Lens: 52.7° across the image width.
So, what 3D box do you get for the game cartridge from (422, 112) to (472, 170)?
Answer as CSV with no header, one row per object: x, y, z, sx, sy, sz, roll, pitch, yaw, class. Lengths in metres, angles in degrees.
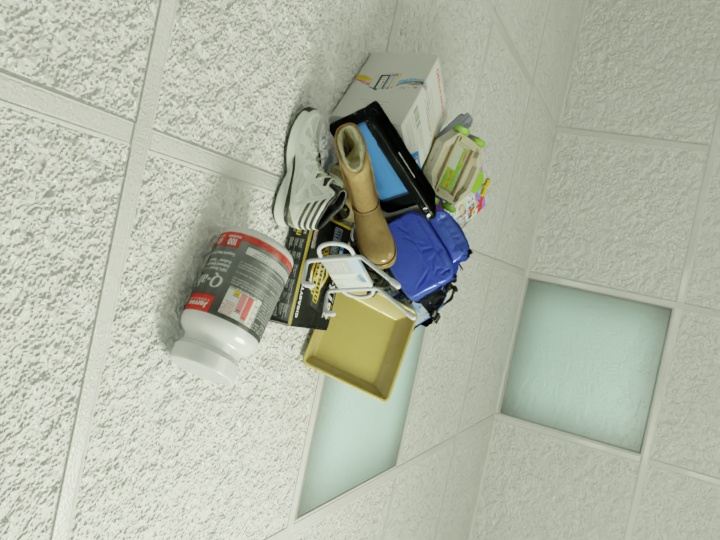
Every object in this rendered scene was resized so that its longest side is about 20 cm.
0.147,-0.243,1.522,0.133,0.041,0.200,-40,179,-27,game cartridge

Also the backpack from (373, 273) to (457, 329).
0.096,0.069,1.604,0.191,0.154,0.200,-45,178,28,backpack

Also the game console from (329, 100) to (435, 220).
0.033,-0.171,1.244,0.201,0.116,0.176,54,19,-19,game console

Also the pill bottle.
-0.181,0.050,1.020,0.116,0.115,0.201,61,46,-58,pill bottle

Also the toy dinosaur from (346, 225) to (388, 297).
0.000,0.000,1.389,0.077,0.102,0.200,-48,-166,16,toy dinosaur

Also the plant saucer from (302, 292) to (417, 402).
-0.005,0.134,1.451,0.048,0.199,0.201,-21,-136,63,plant saucer

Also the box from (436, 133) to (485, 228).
0.207,-0.174,1.553,0.137,0.039,0.201,-43,143,-22,box

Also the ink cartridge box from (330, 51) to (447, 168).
0.060,-0.290,1.369,0.201,0.144,0.148,-62,152,-32,ink cartridge box

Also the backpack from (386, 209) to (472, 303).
0.127,-0.028,1.402,0.164,0.167,0.200,65,6,7,backpack

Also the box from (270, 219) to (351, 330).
-0.087,0.003,1.304,0.160,0.049,0.202,20,83,-69,box

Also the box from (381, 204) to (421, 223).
0.078,-0.132,1.468,0.200,0.094,0.078,56,17,-80,box

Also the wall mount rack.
0.001,0.028,1.237,0.200,0.172,0.075,59,33,-57,wall mount rack

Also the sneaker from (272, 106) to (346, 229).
-0.065,-0.161,1.184,0.076,0.114,0.202,12,91,-67,sneaker

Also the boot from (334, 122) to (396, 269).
0.005,-0.117,1.210,0.200,0.066,0.176,75,-5,-64,boot

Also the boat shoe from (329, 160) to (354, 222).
-0.023,-0.121,1.382,0.076,0.071,0.200,-52,144,-14,boat shoe

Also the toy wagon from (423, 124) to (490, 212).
0.197,-0.195,1.453,0.199,0.039,0.156,18,98,-53,toy wagon
